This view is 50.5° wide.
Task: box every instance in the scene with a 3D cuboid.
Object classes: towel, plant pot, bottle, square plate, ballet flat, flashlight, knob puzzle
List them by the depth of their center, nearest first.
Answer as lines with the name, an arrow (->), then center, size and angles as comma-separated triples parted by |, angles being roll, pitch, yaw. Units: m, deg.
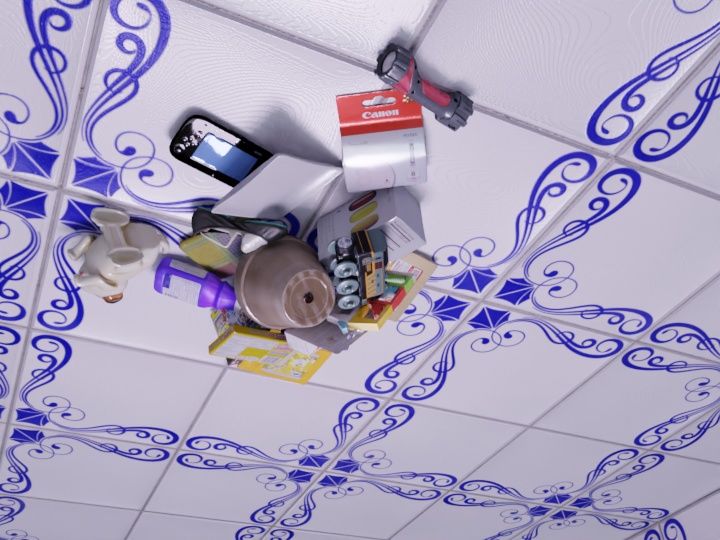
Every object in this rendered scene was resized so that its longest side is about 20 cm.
flashlight -> 0.116, -0.319, 1.326 | 0.198, 0.069, 0.067 | 22, 157, -33
square plate -> -0.159, -0.162, 1.461 | 0.199, 0.029, 0.197 | -33, 161, 30
ballet flat -> -0.247, -0.074, 1.545 | 0.197, 0.069, 0.068 | 12, 169, 4
plant pot -> -0.138, 0.036, 1.561 | 0.198, 0.173, 0.203 | -6, 103, -28
towel -> -0.277, -0.052, 1.641 | 0.198, 0.023, 0.144 | -22, 137, 20
bottle -> -0.351, 0.038, 1.673 | 0.197, 0.066, 0.084 | 19, 133, -2
knob puzzle -> 0.046, 0.012, 1.725 | 0.216, 0.031, 0.222 | -5, 124, -8

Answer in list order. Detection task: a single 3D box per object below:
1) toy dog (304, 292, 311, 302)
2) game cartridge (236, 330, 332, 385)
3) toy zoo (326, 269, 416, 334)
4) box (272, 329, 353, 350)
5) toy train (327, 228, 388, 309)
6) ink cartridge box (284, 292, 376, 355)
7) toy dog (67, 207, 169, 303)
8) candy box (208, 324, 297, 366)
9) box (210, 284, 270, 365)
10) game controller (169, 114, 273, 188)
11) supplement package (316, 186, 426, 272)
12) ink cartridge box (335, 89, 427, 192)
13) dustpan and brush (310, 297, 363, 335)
toy dog -> -0.155, 0.088, 1.762 | 0.197, 0.097, 0.133 | 2, 141, -7
game cartridge -> -0.197, 0.225, 1.977 | 0.198, 0.033, 0.177 | 16, 136, -25
toy zoo -> 0.016, 0.065, 1.593 | 0.130, 0.200, 0.021 | 7, 131, 33
box -> -0.120, 0.153, 1.777 | 0.197, 0.033, 0.121 | 1, 156, -9
toy train -> 0.000, 0.000, 1.507 | 0.112, 0.086, 0.201 | -13, 143, -6
ink cartridge box -> -0.045, 0.125, 1.615 | 0.160, 0.199, 0.051 | -36, 122, -28
toy dog -> -0.515, -0.023, 1.589 | 0.200, 0.140, 0.193 | -42, 164, 35
candy box -> -0.228, 0.168, 1.695 | 0.199, 0.027, 0.102 | 17, 134, -42
box -> -0.267, 0.107, 1.742 | 0.037, 0.138, 0.200 | -4, 149, -42
game controller -> -0.254, -0.215, 1.429 | 0.198, 0.043, 0.104 | 25, 132, -32
supplement package -> 0.021, -0.079, 1.563 | 0.199, 0.115, 0.109 | -29, 136, 25
ink cartridge box -> 0.042, -0.238, 1.425 | 0.160, 0.058, 0.201 | -7, 145, 2
dustpan and brush -> -0.034, 0.085, 1.770 | 0.198, 0.057, 0.140 | 21, 114, -27
